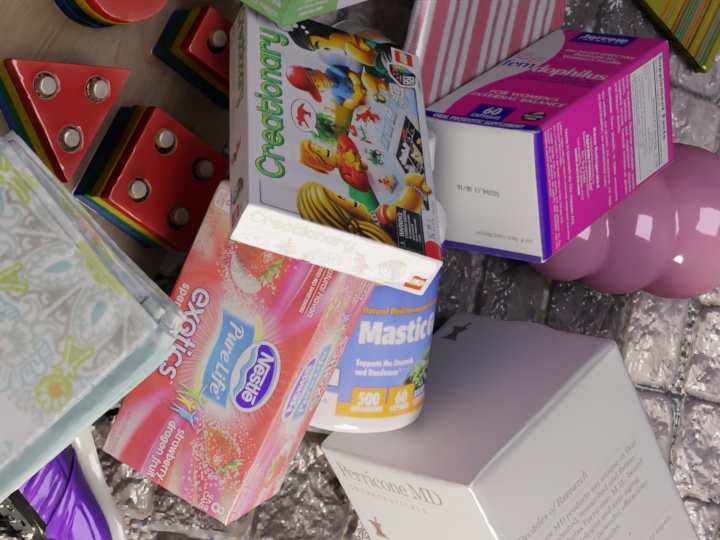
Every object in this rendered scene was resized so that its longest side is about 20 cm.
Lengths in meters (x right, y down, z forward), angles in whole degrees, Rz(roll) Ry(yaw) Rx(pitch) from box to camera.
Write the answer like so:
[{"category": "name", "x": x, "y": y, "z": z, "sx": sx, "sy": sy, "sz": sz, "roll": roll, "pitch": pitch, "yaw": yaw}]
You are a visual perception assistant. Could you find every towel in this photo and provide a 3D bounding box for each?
[{"category": "towel", "x": -0.228, "y": 0.039, "z": 1.129, "sx": 0.200, "sy": 0.048, "sz": 0.171, "roll": -42, "pitch": 92, "yaw": -8}, {"category": "towel", "x": 0.086, "y": -0.159, "z": 1.390, "sx": 0.200, "sy": 0.030, "sz": 0.147, "roll": 19, "pitch": 82, "yaw": -55}, {"category": "towel", "x": 0.243, "y": -0.257, "z": 1.548, "sx": 0.200, "sy": 0.018, "sz": 0.086, "roll": 43, "pitch": 62, "yaw": -30}]

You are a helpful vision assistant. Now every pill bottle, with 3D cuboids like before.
[{"category": "pill bottle", "x": 0.000, "y": 0.000, "z": 1.288, "sx": 0.112, "sy": 0.112, "sz": 0.201, "roll": -7, "pitch": 112, "yaw": -37}]

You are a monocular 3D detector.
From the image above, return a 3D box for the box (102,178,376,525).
[{"category": "box", "x": -0.070, "y": 0.047, "z": 1.206, "sx": 0.201, "sy": 0.102, "sz": 0.095, "roll": -64, "pitch": 167, "yaw": 16}]

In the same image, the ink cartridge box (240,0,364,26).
[{"category": "ink cartridge box", "x": -0.011, "y": -0.272, "z": 1.205, "sx": 0.145, "sy": 0.084, "sz": 0.201, "roll": -30, "pitch": 150, "yaw": -58}]

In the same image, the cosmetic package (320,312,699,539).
[{"category": "cosmetic package", "x": 0.112, "y": 0.164, "z": 1.367, "sx": 0.166, "sy": 0.167, "sz": 0.201, "roll": -42, "pitch": 120, "yaw": -28}]

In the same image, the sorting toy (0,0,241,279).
[{"category": "sorting toy", "x": -0.155, "y": -0.125, "z": 1.215, "sx": 0.199, "sy": 0.069, "sz": 0.201, "roll": 37, "pitch": 71, "yaw": -33}]

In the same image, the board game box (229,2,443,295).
[{"category": "board game box", "x": -0.019, "y": -0.080, "z": 1.164, "sx": 0.126, "sy": 0.035, "sz": 0.201, "roll": 16, "pitch": 41, "yaw": -19}]

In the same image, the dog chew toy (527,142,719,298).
[{"category": "dog chew toy", "x": 0.209, "y": -0.035, "z": 1.473, "sx": 0.199, "sy": 0.124, "sz": 0.125, "roll": -6, "pitch": 96, "yaw": -29}]

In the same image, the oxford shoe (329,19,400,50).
[{"category": "oxford shoe", "x": 0.003, "y": -0.079, "z": 1.348, "sx": 0.075, "sy": 0.058, "sz": 0.201, "roll": -9, "pitch": 99, "yaw": -38}]

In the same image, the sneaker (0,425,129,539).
[{"category": "sneaker", "x": -0.214, "y": 0.139, "z": 1.192, "sx": 0.099, "sy": 0.069, "sz": 0.201, "roll": -19, "pitch": 100, "yaw": -28}]

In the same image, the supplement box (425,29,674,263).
[{"category": "supplement box", "x": 0.139, "y": -0.095, "z": 1.366, "sx": 0.200, "sy": 0.101, "sz": 0.104, "roll": -34, "pitch": 125, "yaw": -47}]
